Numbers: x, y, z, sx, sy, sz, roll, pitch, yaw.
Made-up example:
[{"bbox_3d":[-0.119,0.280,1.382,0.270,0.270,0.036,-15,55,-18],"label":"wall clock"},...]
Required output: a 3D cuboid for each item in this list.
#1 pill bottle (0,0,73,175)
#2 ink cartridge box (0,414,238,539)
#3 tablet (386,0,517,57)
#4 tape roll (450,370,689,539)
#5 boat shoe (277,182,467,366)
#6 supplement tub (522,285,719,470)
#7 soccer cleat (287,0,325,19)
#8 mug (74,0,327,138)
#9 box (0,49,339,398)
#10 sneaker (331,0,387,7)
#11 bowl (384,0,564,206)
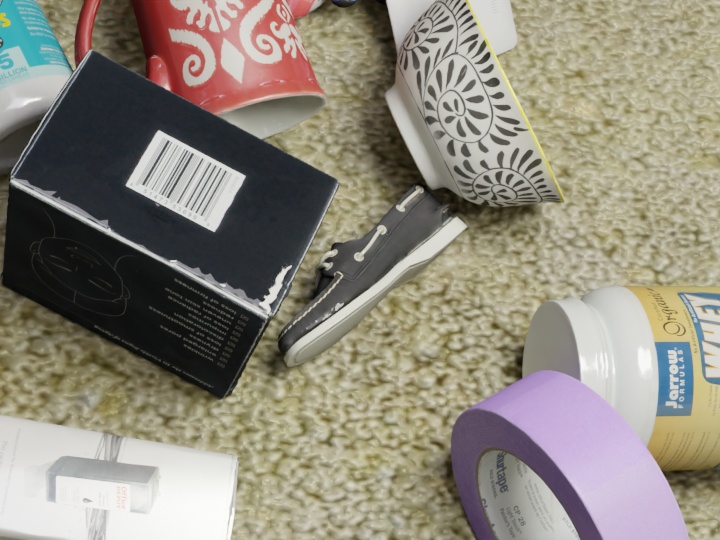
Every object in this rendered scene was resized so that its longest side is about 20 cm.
[{"bbox_3d":[-0.296,-0.181,1.205,0.111,0.111,0.200,-24,77,-22],"label":"pill bottle"},{"bbox_3d":[-0.194,0.166,1.077,0.199,0.146,0.085,13,66,-10],"label":"ink cartridge box"},{"bbox_3d":[0.068,-0.267,1.323,0.130,0.014,0.201,-25,111,-31],"label":"tablet"},{"bbox_3d":[0.149,0.176,1.136,0.065,0.200,0.200,-26,78,-23],"label":"tape roll"},{"bbox_3d":[0.000,0.000,1.235,0.200,0.074,0.060,-39,83,-27],"label":"boat shoe"},{"bbox_3d":[0.240,0.084,1.227,0.199,0.145,0.145,0,69,-15],"label":"supplement tub"},{"bbox_3d":[-0.109,-0.287,1.332,0.200,0.067,0.076,47,31,13],"label":"soccer cleat"},{"bbox_3d":[-0.129,-0.205,1.215,0.177,0.133,0.201,-7,78,-56],"label":"mug"},{"bbox_3d":[-0.144,-0.025,1.137,0.200,0.197,0.124,28,64,-3],"label":"box"},{"bbox_3d":[0.038,-0.273,1.359,0.200,0.078,0.089,-23,111,-34],"label":"sneaker"},{"bbox_3d":[0.079,-0.124,1.266,0.094,0.201,0.201,-26,76,7],"label":"bowl"}]
